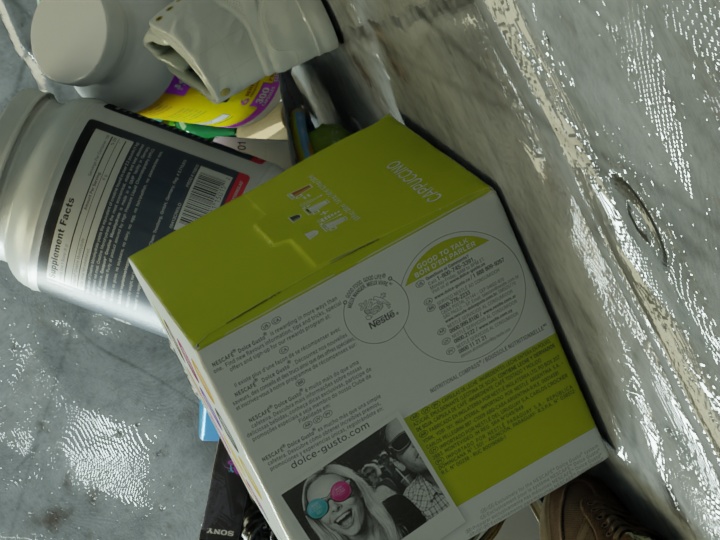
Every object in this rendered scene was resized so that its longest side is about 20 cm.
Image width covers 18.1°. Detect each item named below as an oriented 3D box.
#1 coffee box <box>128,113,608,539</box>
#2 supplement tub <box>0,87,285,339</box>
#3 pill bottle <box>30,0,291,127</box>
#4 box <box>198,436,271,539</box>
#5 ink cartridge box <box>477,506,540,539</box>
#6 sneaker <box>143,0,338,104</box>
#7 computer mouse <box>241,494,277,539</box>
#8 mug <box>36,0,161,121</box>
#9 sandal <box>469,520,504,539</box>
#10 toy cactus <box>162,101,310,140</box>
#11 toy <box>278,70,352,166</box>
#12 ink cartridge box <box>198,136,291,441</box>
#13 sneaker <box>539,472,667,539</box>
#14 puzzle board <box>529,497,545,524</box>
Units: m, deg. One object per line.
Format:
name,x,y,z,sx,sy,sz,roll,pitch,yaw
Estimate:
coffee box,0.001,0.050,1.390,0.198,0.199,0.200,65,172,-22
supplement tub,-0.159,-0.036,1.571,0.199,0.141,0.140,20,167,4
pill bottle,-0.145,-0.162,1.645,0.200,0.104,0.104,2,-129,-55
box,-0.057,0.156,1.678,0.200,0.036,0.144,43,-127,-63
ink cartridge box,0.082,0.210,1.649,0.145,0.145,0.200,62,173,4
sneaker,-0.108,-0.199,1.557,0.200,0.115,0.074,58,174,39
computer mouse,-0.030,0.104,1.617,0.138,0.052,0.201,21,-107,-68
mug,-0.169,-0.216,1.794,0.185,0.114,0.152,74,-154,-43
sandal,0.071,0.145,1.448,0.080,0.201,0.058,-8,118,35
toy cactus,-0.095,-0.107,1.875,0.200,0.102,0.165,43,144,-20
toy,-0.018,-0.064,1.628,0.200,0.047,0.115,-94,-13,-50
ink cartridge box,-0.081,0.016,1.758,0.200,0.085,0.147,101,170,-47
sneaker,0.162,0.178,1.337,0.070,0.076,0.200,18,-148,-22
puzzle board,0.166,0.218,1.476,0.201,0.017,0.151,61,-171,7
